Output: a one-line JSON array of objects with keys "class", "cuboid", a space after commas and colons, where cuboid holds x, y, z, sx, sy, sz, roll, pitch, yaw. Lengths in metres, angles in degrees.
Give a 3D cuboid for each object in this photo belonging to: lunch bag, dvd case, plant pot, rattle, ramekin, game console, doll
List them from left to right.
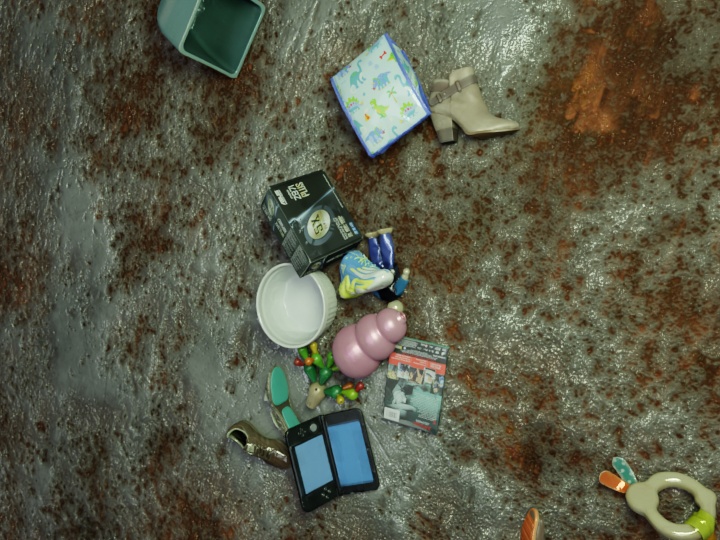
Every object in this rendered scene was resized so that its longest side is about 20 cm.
[{"class": "plant pot", "cuboid": [-0.400, -0.647, 1.345, 0.199, 0.195, 0.199, 38, 107, 27]}, {"class": "ramekin", "cuboid": [-0.149, 0.082, 1.314, 0.194, 0.104, 0.207, 1, 93, 24]}, {"class": "game console", "cuboid": [-0.070, 0.462, 1.298, 0.115, 0.173, 0.206, -19, 84, 51]}, {"class": "lunch bag", "cuboid": [0.052, -0.379, 1.184, 0.168, 0.126, 0.204, -32, 69, 24]}, {"class": "doll", "cuboid": [0.064, 0.008, 1.241, 0.134, 0.048, 0.207, -10, 91, 44]}, {"class": "dvd case", "cuboid": [0.128, 0.265, 1.246, 0.142, 0.022, 0.207, 9, 95, 23]}, {"class": "rattle", "cuboid": [0.586, 0.465, 1.049, 0.196, 0.143, 0.133, 2, 61, 38]}]

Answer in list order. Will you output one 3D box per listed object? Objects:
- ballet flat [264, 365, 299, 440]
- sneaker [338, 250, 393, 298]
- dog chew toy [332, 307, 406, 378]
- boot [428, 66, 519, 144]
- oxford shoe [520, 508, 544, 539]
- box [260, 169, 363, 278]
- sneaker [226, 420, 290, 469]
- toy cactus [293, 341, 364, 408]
[{"class": "ballet flat", "cuboid": [-0.212, 0.354, 1.383, 0.074, 0.067, 0.205, -24, 85, 38]}, {"class": "sneaker", "cuboid": [0.000, 0.000, 1.222, 0.198, 0.074, 0.108, -21, 79, 54]}, {"class": "dog chew toy", "cuboid": [0.026, 0.160, 1.224, 0.199, 0.124, 0.126, -39, 78, 26]}, {"class": "boot", "cuboid": [0.237, -0.357, 1.138, 0.194, 0.070, 0.151, -3, 90, 24]}, {"class": "oxford shoe", "cuboid": [0.383, 0.608, 1.136, 0.070, 0.071, 0.207, 1, 98, 4]}, {"class": "box", "cuboid": [-0.115, -0.113, 1.247, 0.203, 0.161, 0.086, 59, 146, 10]}, {"class": "sneaker", "cuboid": [-0.271, 0.472, 1.405, 0.196, 0.075, 0.072, 24, 102, 21]}, {"class": "toy cactus", "cuboid": [-0.094, 0.276, 1.316, 0.197, 0.102, 0.168, 31, 114, 11]}]
